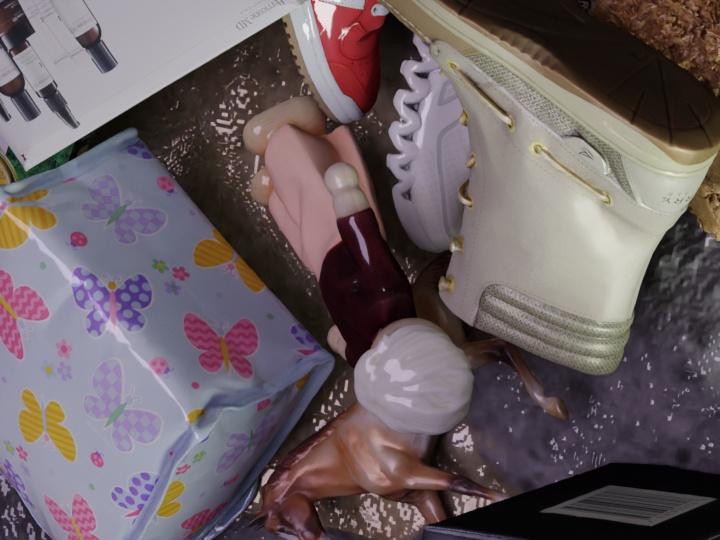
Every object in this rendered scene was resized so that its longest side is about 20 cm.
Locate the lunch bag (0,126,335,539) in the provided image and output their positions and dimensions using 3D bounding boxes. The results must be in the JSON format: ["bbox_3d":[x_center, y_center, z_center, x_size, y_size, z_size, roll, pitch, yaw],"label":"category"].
[{"bbox_3d":[-0.128,0.057,1.514,0.170,0.127,0.200,47,135,16],"label":"lunch bag"}]

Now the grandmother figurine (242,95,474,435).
[{"bbox_3d":[0.000,0.000,1.418,0.060,0.121,0.200,-24,47,-6],"label":"grandmother figurine"}]

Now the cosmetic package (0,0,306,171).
[{"bbox_3d":[-0.106,-0.124,1.399,0.200,0.051,0.083,-28,102,40],"label":"cosmetic package"}]

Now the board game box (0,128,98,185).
[{"bbox_3d":[-0.171,-0.104,1.517,0.105,0.023,0.200,39,134,16],"label":"board game box"}]

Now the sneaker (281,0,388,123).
[{"bbox_3d":[0.011,-0.166,1.406,0.112,0.071,0.200,-12,121,6],"label":"sneaker"}]

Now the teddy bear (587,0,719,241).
[{"bbox_3d":[0.184,-0.064,1.340,0.200,0.067,0.145,30,150,46],"label":"teddy bear"}]

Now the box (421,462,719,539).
[{"bbox_3d":[0.117,0.202,1.351,0.117,0.197,0.201,5,97,29],"label":"box"}]

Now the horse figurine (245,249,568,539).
[{"bbox_3d":[0.039,0.065,1.468,0.132,0.050,0.201,27,108,19],"label":"horse figurine"}]

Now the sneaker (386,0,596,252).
[{"bbox_3d":[0.066,-0.102,1.425,0.081,0.075,0.201,16,99,15],"label":"sneaker"}]

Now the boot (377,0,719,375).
[{"bbox_3d":[0.060,-0.058,1.356,0.200,0.072,0.155,38,134,21],"label":"boot"}]
